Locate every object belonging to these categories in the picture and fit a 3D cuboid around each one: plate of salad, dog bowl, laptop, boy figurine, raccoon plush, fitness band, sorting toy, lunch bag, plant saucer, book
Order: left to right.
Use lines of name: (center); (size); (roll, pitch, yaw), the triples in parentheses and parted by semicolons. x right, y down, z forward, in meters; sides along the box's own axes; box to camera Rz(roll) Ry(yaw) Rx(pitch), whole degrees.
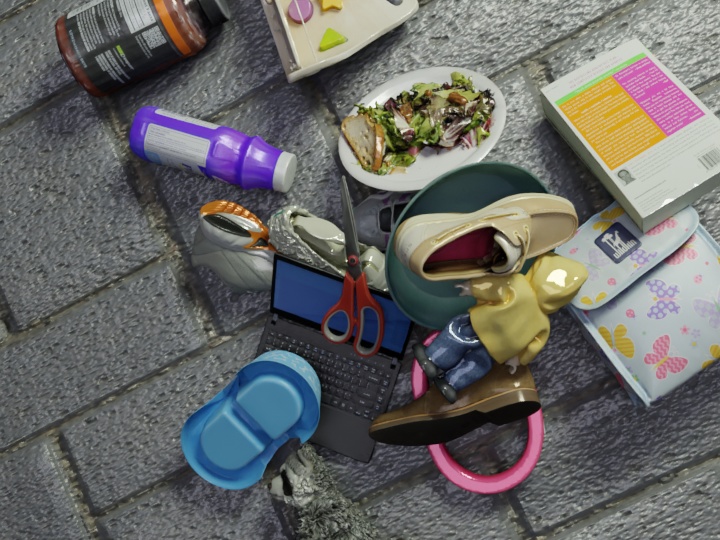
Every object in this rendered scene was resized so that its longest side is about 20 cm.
dog bowl: (-0.124, 0.171, 0.994); (0.112, 0.050, 0.200); (45, 115, -6)
laptop: (-0.043, 0.106, 0.981); (0.174, 0.103, 0.203); (19, 89, 6)
sorting toy: (-0.031, -0.334, 1.005); (0.177, 0.107, 0.203); (-19, 85, 0)
raccoon plush: (-0.013, 0.278, 1.004); (0.196, 0.097, 0.137); (9, 77, -21)
plate of salad: (0.066, -0.171, 0.959); (0.196, 0.048, 0.203); (-11, 48, 13)
plant saucer: (0.114, -0.029, 0.899); (0.196, 0.036, 0.203); (-9, 123, -14)
fitness band: (0.136, 0.157, 0.991); (0.141, 0.037, 0.204); (-16, 85, 8)
boy figurine: (0.146, 0.047, 0.890); (0.199, 0.065, 0.125); (-40, 110, 7)
book: (0.306, -0.155, 0.926); (0.132, 0.048, 0.202); (-30, 57, 2)
lunch bag: (0.312, 0.022, 0.926); (0.168, 0.127, 0.202); (-35, 75, 6)

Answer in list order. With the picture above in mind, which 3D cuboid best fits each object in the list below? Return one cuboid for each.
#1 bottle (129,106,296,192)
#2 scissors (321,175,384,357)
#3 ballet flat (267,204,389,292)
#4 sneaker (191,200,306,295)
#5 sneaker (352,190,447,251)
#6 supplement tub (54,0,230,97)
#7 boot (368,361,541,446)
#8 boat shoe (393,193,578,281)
bottle: (-0.176, -0.142, 1.024); (0.196, 0.084, 0.066); (17, 90, 8)
scissors: (0.000, 0.000, 0.918); (0.072, 0.014, 0.204); (13, 113, 11)
ballet flat: (-0.017, -0.012, 0.976); (0.198, 0.072, 0.073); (28, 92, -9)
sneaker: (-0.113, -0.003, 1.026); (0.198, 0.076, 0.093); (29, 124, -3)
sneaker: (0.072, -0.069, 0.954); (0.196, 0.140, 0.079); (-10, 87, 8)
supplement tub: (-0.260, -0.297, 1.031); (0.197, 0.107, 0.109); (-22, 85, 7)
boot: (0.100, 0.146, 0.960); (0.197, 0.074, 0.077); (-18, 59, 13)
boat shoe: (0.134, -0.024, 0.844); (0.196, 0.069, 0.075); (-12, 124, -12)
